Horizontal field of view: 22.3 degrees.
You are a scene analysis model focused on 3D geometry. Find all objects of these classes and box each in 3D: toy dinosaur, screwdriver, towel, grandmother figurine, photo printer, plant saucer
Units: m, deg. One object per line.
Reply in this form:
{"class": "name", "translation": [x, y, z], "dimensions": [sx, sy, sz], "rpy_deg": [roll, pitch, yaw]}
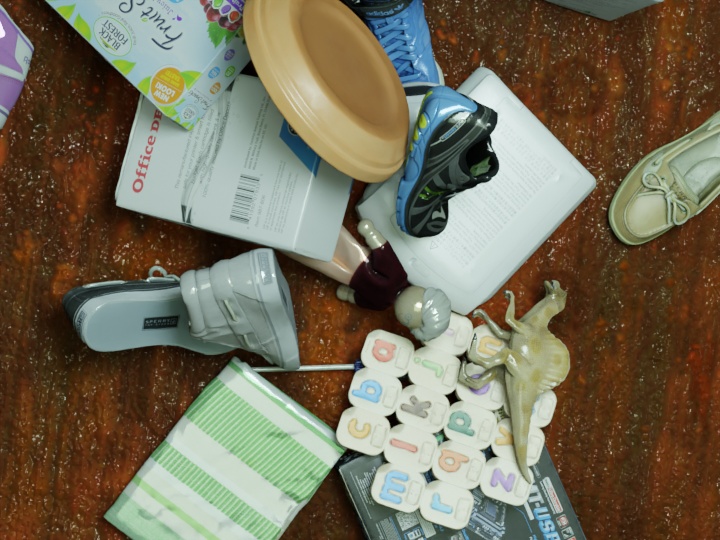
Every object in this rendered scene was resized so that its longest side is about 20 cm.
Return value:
{"class": "toy dinosaur", "translation": [0.148, 0.093, 1.743], "dimensions": [0.101, 0.058, 0.201], "rpy_deg": [14, 75, -3]}
{"class": "screwdriver", "translation": [-0.022, 0.095, 1.780], "dimensions": [0.199, 0.029, 0.028], "rpy_deg": [-1, 92, -11]}
{"class": "towel", "translation": [-0.126, 0.203, 1.765], "dimensions": [0.152, 0.023, 0.200], "rpy_deg": [38, 89, -7]}
{"class": "grandmother figurine", "translation": [0.000, 0.000, 1.738], "dimensions": [0.200, 0.121, 0.061], "rpy_deg": [34, 66, 9]}
{"class": "photo printer", "translation": [0.106, -0.070, 1.776], "dimensions": [0.166, 0.069, 0.200], "rpy_deg": [44, 85, -8]}
{"class": "plant saucer", "translation": [-0.021, -0.170, 1.585], "dimensions": [0.037, 0.200, 0.200], "rpy_deg": [-34, 99, 27]}

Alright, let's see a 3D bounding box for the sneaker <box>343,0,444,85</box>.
{"class": "sneaker", "translation": [0.027, -0.226, 1.715], "dimensions": [0.076, 0.111, 0.201], "rpy_deg": [-7, 81, 17]}

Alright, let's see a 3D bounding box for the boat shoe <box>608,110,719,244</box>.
{"class": "boat shoe", "translation": [0.333, -0.099, 1.818], "dimensions": [0.200, 0.063, 0.073], "rpy_deg": [-35, 97, -7]}

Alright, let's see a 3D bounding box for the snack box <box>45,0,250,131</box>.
{"class": "snack box", "translation": [-0.183, -0.244, 1.670], "dimensions": [0.200, 0.053, 0.142], "rpy_deg": [43, 96, 26]}

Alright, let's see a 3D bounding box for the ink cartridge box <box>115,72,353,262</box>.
{"class": "ink cartridge box", "translation": [-0.109, -0.102, 1.681], "dimensions": [0.199, 0.084, 0.145], "rpy_deg": [15, 88, 26]}

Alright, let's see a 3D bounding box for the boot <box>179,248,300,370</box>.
{"class": "boot", "translation": [-0.112, 0.042, 1.695], "dimensions": [0.095, 0.200, 0.074], "rpy_deg": [-10, 61, 2]}

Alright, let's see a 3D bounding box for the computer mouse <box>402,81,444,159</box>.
{"class": "computer mouse", "translation": [0.003, -0.136, 1.711], "dimensions": [0.199, 0.044, 0.110], "rpy_deg": [-3, 112, 28]}

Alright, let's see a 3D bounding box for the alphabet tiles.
{"class": "alphabet tiles", "translation": [0.083, 0.142, 1.761], "dimensions": [0.195, 0.015, 0.201], "rpy_deg": [18, 75, -1]}

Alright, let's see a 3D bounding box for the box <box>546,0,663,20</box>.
{"class": "box", "translation": [0.200, -0.365, 1.731], "dimensions": [0.199, 0.171, 0.200], "rpy_deg": [15, 89, -10]}

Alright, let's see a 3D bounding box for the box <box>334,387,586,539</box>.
{"class": "box", "translation": [0.102, 0.237, 1.796], "dimensions": [0.198, 0.050, 0.201], "rpy_deg": [-25, 95, -9]}

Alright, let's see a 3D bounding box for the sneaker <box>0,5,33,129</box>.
{"class": "sneaker", "translation": [-0.399, -0.223, 1.687], "dimensions": [0.200, 0.073, 0.115], "rpy_deg": [26, 83, -20]}

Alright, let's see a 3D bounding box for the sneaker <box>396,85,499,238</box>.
{"class": "sneaker", "translation": [0.080, -0.086, 1.640], "dimensions": [0.082, 0.200, 0.071], "rpy_deg": [17, 58, 2]}

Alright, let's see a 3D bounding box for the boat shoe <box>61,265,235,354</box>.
{"class": "boat shoe", "translation": [-0.185, 0.038, 1.725], "dimensions": [0.198, 0.068, 0.074], "rpy_deg": [-6, 120, -32]}
